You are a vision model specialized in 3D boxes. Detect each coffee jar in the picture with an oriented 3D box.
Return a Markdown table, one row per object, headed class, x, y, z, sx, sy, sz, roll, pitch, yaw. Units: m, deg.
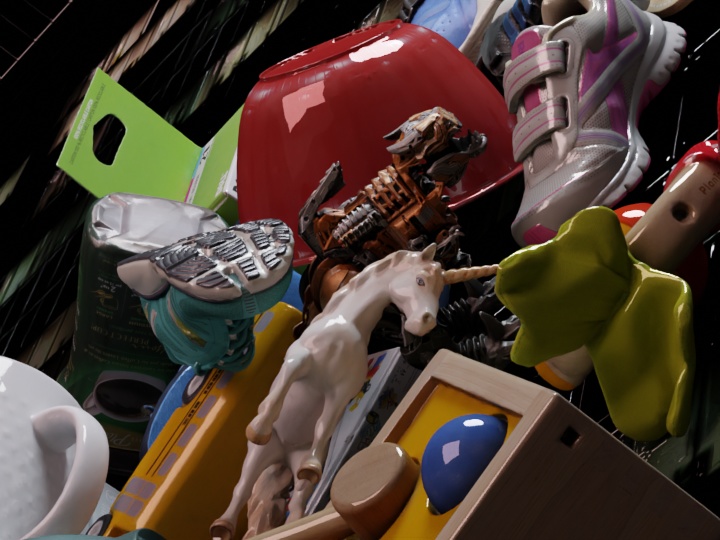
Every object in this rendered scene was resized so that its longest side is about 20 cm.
| class | x | y | z | sx | sy | sz | roll | pitch | yaw |
| --- | --- | --- | --- | --- | --- | --- | --- | --- | --- |
| coffee jar | -0.155 | 0.050 | 1.724 | 0.085 | 0.104 | 0.200 | -92 | 15 | -58 |

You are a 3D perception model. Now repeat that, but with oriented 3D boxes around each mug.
| class | x | y | z | sx | sy | sz | roll | pitch | yaw |
| --- | --- | --- | --- | --- | --- | --- | --- | --- | --- |
| mug | -0.229 | 0.151 | 1.501 | 0.200 | 0.148 | 0.176 | -28 | 34 | 29 |

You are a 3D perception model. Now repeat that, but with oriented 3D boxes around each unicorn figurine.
| class | x | y | z | sx | sy | sz | roll | pitch | yaw |
| --- | --- | --- | --- | --- | --- | --- | --- | --- | --- |
| unicorn figurine | -0.019 | 0.066 | 1.292 | 0.200 | 0.074 | 0.138 | -41 | 16 | 44 |

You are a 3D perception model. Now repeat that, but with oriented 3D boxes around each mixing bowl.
| class | x | y | z | sx | sy | sz | roll | pitch | yaw |
| --- | --- | --- | --- | --- | --- | --- | --- | --- | --- |
| mixing bowl | 0.001 | -0.088 | 1.533 | 0.200 | 0.109 | 0.200 | -21 | 12 | 4 |

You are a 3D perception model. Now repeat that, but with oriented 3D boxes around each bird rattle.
| class | x | y | z | sx | sy | sz | roll | pitch | yaw |
| --- | --- | --- | --- | --- | --- | --- | --- | --- | --- |
| bird rattle | 0.139 | -0.017 | 1.180 | 0.200 | 0.113 | 0.163 | -56 | 0 | -23 |

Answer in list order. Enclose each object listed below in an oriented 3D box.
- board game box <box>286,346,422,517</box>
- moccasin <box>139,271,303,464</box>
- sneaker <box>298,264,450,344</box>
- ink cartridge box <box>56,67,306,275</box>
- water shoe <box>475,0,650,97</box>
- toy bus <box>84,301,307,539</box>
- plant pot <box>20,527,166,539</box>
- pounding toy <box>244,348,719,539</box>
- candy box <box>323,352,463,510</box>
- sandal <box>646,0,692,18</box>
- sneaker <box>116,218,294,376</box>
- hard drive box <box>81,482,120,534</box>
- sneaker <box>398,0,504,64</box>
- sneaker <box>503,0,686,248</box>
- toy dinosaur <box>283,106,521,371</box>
| class | x | y | z | sx | sy | sz | roll | pitch | yaw |
| --- | --- | --- | --- | --- | --- | --- | --- | --- | --- |
| board game box | -0.035 | 0.116 | 1.488 | 0.126 | 0.035 | 0.200 | -60 | 17 | -21 |
| moccasin | -0.086 | 0.083 | 1.657 | 0.068 | 0.080 | 0.200 | -42 | 4 | 48 |
| sneaker | 0.000 | 0.000 | 1.529 | 0.200 | 0.082 | 0.071 | -134 | 48 | -74 |
| ink cartridge box | -0.105 | -0.072 | 1.781 | 0.076 | 0.200 | 0.148 | -43 | 19 | 30 |
| water shoe | 0.122 | -0.142 | 1.541 | 0.079 | 0.071 | 0.200 | -63 | 6 | -13 |
| toy bus | -0.086 | 0.117 | 1.448 | 0.200 | 0.065 | 0.078 | -56 | 18 | -12 |
| plant pot | -0.138 | 0.219 | 1.310 | 0.134 | 0.201 | 0.200 | -32 | 19 | 8 |
| pounding toy | 0.021 | 0.131 | 1.102 | 0.184 | 0.142 | 0.200 | -54 | 16 | -5 |
| candy box | 0.012 | 0.147 | 1.254 | 0.200 | 0.056 | 0.117 | -49 | 15 | 8 |
| sandal | 0.181 | -0.235 | 1.561 | 0.078 | 0.070 | 0.212 | -43 | 19 | 31 |
| sneaker | -0.077 | 0.018 | 1.393 | 0.077 | 0.080 | 0.200 | -20 | 3 | -16 |
| hard drive box | -0.185 | 0.245 | 1.562 | 0.156 | 0.077 | 0.200 | -50 | 16 | 12 |
| sneaker | 0.049 | -0.135 | 1.701 | 0.200 | 0.077 | 0.111 | -50 | 22 | -4 |
| sneaker | 0.115 | -0.090 | 1.407 | 0.081 | 0.088 | 0.200 | -37 | 22 | 43 |
| toy dinosaur | 0.017 | 0.011 | 1.363 | 0.200 | 0.135 | 0.102 | -54 | 17 | 33 |
